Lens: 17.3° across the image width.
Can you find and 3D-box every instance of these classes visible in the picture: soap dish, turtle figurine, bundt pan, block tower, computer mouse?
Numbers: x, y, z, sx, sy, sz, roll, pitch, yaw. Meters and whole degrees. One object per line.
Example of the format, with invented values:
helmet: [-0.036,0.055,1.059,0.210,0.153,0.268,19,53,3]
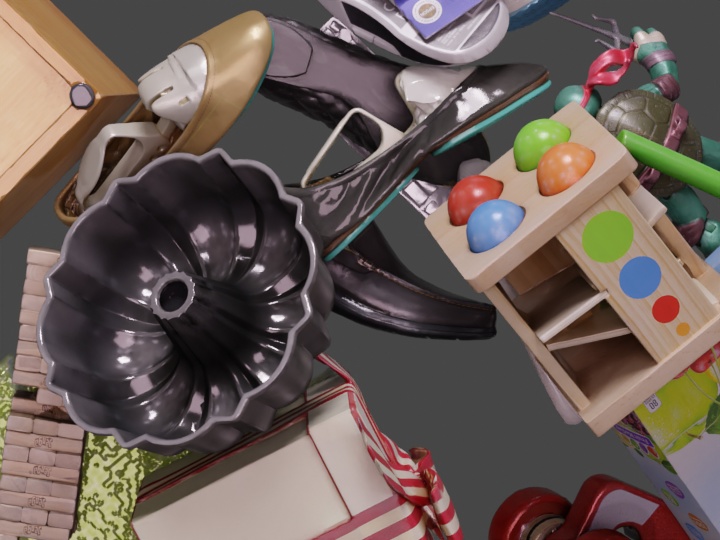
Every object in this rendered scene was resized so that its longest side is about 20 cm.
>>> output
soap dish: [-0.269,-0.101,1.562,0.157,0.081,0.200,45,91,-6]
turtle figurine: [0.188,-0.079,1.589,0.200,0.101,0.150,32,96,-13]
bundt pan: [-0.101,0.029,1.504,0.202,0.076,0.202,-12,63,24]
block tower: [-0.207,0.087,1.592,0.058,0.054,0.200,9,94,-4]
computer mouse: [0.007,-0.184,1.554,0.200,0.044,0.110,32,66,20]

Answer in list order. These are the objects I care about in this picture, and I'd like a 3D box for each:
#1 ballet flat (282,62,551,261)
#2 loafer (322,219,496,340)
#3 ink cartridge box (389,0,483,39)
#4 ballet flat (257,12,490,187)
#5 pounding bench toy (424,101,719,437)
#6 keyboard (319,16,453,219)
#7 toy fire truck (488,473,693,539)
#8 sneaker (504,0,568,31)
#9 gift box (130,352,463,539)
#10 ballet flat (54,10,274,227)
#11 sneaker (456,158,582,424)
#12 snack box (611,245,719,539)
ballet flat: [0.030,-0.089,1.540,0.200,0.068,0.068,-38,95,-3]
loafer: [0.000,0.000,1.593,0.200,0.073,0.072,15,88,-6]
ink cartridge box: [0.020,-0.247,1.541,0.095,0.037,0.200,-35,65,-9]
ballet flat: [0.000,-0.118,1.592,0.200,0.057,0.067,29,92,-10]
pounding bench toy: [0.164,-0.032,1.486,0.200,0.124,0.156,-39,111,3]
keyboard: [0.034,-0.084,1.618,0.200,0.011,0.056,44,90,-5]
toy fire truck: [0.163,0.245,1.612,0.168,0.112,0.200,25,91,-31]
sneaker: [0.144,-0.240,1.589,0.200,0.077,0.081,-45,87,-6]
gift box: [-0.036,0.165,1.545,0.187,0.185,0.200,-26,101,0]
ballet flat: [-0.131,-0.092,1.544,0.063,0.069,0.200,15,123,-41]
sneaker: [0.133,0.001,1.594,0.088,0.075,0.200,-27,110,4]
snack box: [0.266,0.094,1.572,0.169,0.068,0.200,-43,118,-12]
